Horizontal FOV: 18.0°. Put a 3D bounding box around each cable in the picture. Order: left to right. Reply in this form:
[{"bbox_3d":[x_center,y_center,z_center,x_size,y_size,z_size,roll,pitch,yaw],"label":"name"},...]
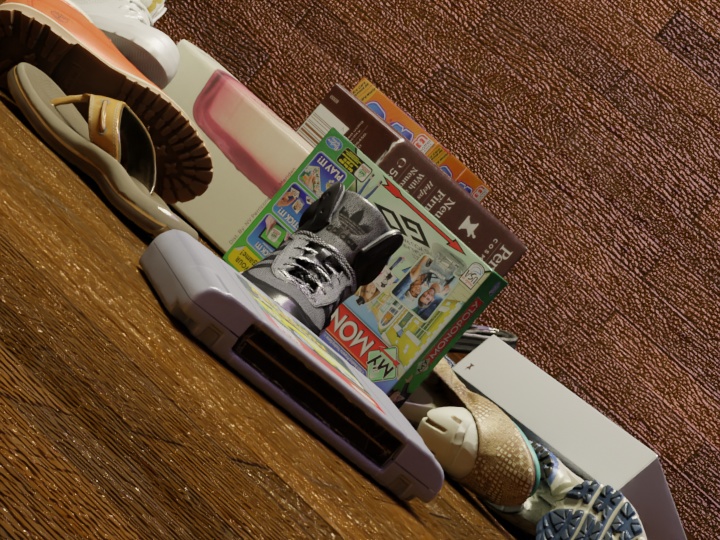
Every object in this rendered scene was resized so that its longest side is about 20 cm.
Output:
[{"bbox_3d":[0.047,0.041,1.791,0.199,0.051,0.097,4,4,-25],"label":"cable"}]

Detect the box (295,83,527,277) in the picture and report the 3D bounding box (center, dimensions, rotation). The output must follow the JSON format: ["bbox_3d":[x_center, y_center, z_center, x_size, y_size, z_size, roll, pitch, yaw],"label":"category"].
[{"bbox_3d":[0.018,-0.043,2.213,0.200,0.166,0.164,38,3,-34],"label":"box"}]

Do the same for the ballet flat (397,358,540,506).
[{"bbox_3d":[0.059,0.113,1.661,0.065,0.071,0.200,7,18,-30],"label":"ballet flat"}]

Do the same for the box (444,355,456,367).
[{"bbox_3d":[0.049,0.085,1.917,0.159,0.046,0.200,38,5,-48],"label":"box"}]

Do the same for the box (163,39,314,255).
[{"bbox_3d":[-0.092,-0.075,1.840,0.200,0.109,0.128,42,4,15],"label":"box"}]

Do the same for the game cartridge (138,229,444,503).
[{"bbox_3d":[-0.042,0.054,1.352,0.200,0.041,0.133,40,-1,-24],"label":"game cartridge"}]

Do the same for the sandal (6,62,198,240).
[{"bbox_3d":[-0.166,-0.083,1.543,0.200,0.054,0.080,43,4,33],"label":"sandal"}]

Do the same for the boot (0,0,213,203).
[{"bbox_3d":[-0.183,-0.133,1.656,0.200,0.075,0.107,40,18,-10],"label":"boot"}]

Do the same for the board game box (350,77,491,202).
[{"bbox_3d":[0.044,-0.143,3.621,0.200,0.200,0.200,44,5,35],"label":"board game box"}]

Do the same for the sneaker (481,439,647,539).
[{"bbox_3d":[0.166,0.192,1.627,0.085,0.077,0.200,44,2,-32],"label":"sneaker"}]

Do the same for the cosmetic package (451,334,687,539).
[{"bbox_3d":[0.165,0.156,1.752,0.200,0.052,0.151,37,-19,44],"label":"cosmetic package"}]

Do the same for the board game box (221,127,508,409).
[{"bbox_3d":[0.000,0.000,1.690,0.200,0.135,0.029,43,3,36],"label":"board game box"}]

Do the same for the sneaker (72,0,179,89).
[{"bbox_3d":[-0.188,-0.203,1.818,0.200,0.116,0.074,14,-39,48],"label":"sneaker"}]

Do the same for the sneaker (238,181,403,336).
[{"bbox_3d":[-0.032,-0.003,1.515,0.075,0.114,0.200,41,3,1],"label":"sneaker"}]
